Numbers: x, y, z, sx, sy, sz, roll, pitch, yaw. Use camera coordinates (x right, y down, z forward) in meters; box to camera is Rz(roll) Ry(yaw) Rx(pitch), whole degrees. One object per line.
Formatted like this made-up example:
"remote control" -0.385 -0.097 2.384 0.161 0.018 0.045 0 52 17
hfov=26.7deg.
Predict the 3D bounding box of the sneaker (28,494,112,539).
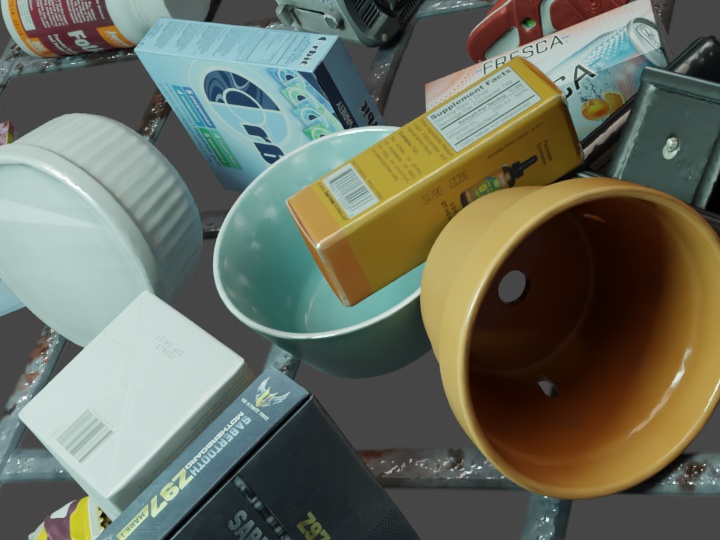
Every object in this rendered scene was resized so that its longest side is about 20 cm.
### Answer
"sneaker" -0.200 0.249 1.061 0.089 0.075 0.201 -28 35 17

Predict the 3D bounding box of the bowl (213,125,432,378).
"bowl" 0.000 0.000 1.135 0.198 0.105 0.203 -13 48 14

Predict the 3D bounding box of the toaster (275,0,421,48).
"toaster" -0.001 -0.303 1.419 0.128 0.114 0.201 13 60 41

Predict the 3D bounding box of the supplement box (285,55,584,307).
"supplement box" 0.052 -0.062 1.046 0.198 0.067 0.069 -30 42 -3

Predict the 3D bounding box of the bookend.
"bookend" 0.267 -0.113 1.012 0.198 0.091 0.202 26 96 49

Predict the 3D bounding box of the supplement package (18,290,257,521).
"supplement package" -0.107 0.137 1.005 0.120 0.201 0.121 -45 43 -15

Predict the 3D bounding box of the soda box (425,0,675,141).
"soda box" 0.150 -0.140 1.205 0.198 0.064 0.069 -20 42 19

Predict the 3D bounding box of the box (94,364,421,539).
"box" -0.051 0.181 0.931 0.158 0.201 0.051 -44 38 -15

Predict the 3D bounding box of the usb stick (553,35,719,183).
"usb stick" 0.204 -0.096 1.135 0.200 0.056 0.033 -41 12 -3

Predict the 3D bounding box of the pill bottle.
"pill bottle" -0.258 -0.282 1.551 0.198 0.115 0.115 -2 50 30

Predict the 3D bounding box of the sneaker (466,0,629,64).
"sneaker" 0.169 -0.249 1.251 0.199 0.078 0.116 -28 28 48

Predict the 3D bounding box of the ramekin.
"ramekin" -0.218 -0.036 1.244 0.200 0.204 0.094 9 43 36

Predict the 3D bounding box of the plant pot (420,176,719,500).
"plant pot" 0.126 0.027 0.990 0.199 0.201 0.140 -38 27 -7

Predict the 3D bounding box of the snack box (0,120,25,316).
"snack box" -0.391 -0.029 1.429 0.167 0.068 0.202 -21 45 11

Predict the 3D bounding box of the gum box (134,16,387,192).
"gum box" -0.069 -0.125 1.250 0.198 0.171 0.045 13 57 39
